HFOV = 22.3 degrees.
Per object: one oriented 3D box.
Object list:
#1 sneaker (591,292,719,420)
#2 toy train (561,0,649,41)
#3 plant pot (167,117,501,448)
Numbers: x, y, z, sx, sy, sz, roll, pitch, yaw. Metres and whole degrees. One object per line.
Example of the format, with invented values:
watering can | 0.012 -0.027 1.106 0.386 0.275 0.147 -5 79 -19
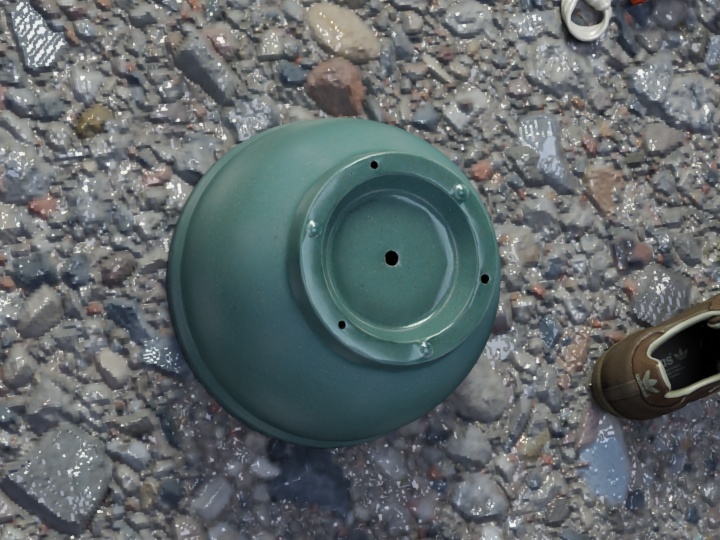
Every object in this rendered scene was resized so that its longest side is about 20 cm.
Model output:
sneaker | 0.246 0.043 1.172 0.199 0.075 0.071 -27 93 -21
toy train | 0.239 -0.172 1.207 0.199 0.056 0.151 24 76 -16
plant pot | 0.000 0.000 1.056 0.199 0.134 0.202 3 82 -19
